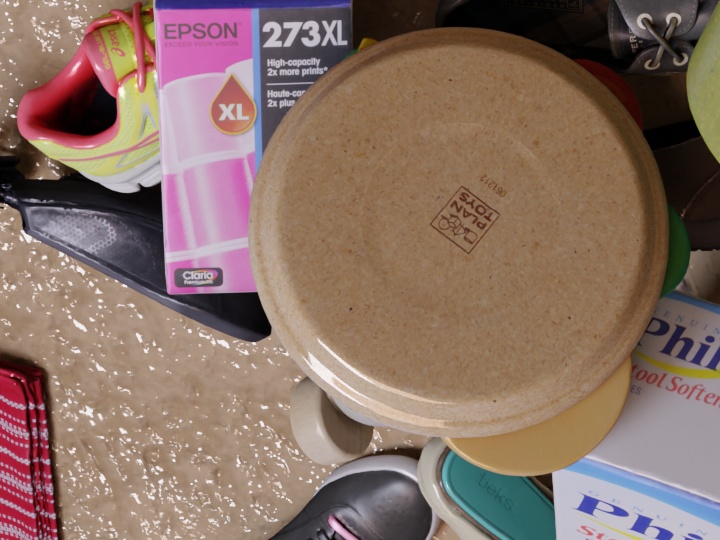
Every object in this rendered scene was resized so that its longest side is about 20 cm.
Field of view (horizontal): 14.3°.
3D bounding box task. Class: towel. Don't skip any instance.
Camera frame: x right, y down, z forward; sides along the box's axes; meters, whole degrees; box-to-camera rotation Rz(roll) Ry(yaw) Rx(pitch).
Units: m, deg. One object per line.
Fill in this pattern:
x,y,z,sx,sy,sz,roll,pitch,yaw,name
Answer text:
-0.253,0.123,1.741,0.144,0.022,0.200,13,129,18,towel

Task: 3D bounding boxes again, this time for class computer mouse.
-0.129,-0.026,1.524,0.200,0.138,0.053,26,93,2,computer mouse

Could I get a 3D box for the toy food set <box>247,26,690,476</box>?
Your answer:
0.049,-0.018,1.314,0.200,0.198,0.049,22,168,5,toy food set

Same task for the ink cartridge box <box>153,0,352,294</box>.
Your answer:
-0.050,-0.083,1.381,0.095,0.037,0.200,-2,115,-2,ink cartridge box

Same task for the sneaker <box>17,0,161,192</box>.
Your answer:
-0.091,-0.106,1.418,0.200,0.090,0.078,-39,59,28,sneaker

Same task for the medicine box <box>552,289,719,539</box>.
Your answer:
0.195,0.107,1.404,0.182,0.103,0.200,19,160,13,medicine box

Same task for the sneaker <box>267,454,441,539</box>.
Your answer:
-0.031,0.180,1.623,0.071,0.099,0.200,45,129,-8,sneaker

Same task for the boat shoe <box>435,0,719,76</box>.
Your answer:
0.131,-0.118,1.349,0.200,0.057,0.069,5,126,23,boat shoe

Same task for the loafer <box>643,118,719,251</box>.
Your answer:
0.093,-0.051,1.387,0.200,0.073,0.071,-1,107,-12,loafer

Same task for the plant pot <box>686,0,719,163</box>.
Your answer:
0.236,-0.114,1.206,0.200,0.200,0.184,34,132,-1,plant pot

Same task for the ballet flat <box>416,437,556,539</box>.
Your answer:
0.105,0.161,1.574,0.200,0.069,0.069,46,131,-8,ballet flat

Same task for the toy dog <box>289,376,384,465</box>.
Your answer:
0.000,0.000,1.498,0.132,0.096,0.200,4,111,27,toy dog
